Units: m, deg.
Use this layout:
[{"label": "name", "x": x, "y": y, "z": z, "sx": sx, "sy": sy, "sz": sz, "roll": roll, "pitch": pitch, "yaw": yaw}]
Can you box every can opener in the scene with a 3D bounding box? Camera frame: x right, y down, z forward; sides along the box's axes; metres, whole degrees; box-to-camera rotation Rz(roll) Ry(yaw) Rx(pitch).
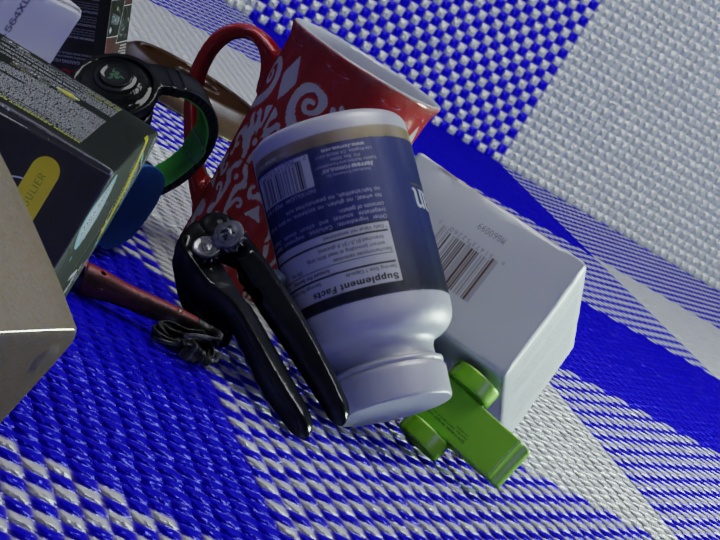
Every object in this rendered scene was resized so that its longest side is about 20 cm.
[{"label": "can opener", "x": -0.064, "y": 0.035, "z": 1.534, "sx": 0.200, "sy": 0.063, "sz": 0.079, "roll": 48, "pitch": -21, "yaw": 38}]

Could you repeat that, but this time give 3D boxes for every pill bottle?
[{"label": "pill bottle", "x": 0.000, "y": 0.000, "z": 1.583, "sx": 0.111, "sy": 0.111, "sz": 0.200, "roll": 13, "pitch": 61, "yaw": -64}]

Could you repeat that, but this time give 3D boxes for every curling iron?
[{"label": "curling iron", "x": -0.173, "y": 0.006, "z": 1.483, "sx": 0.200, "sy": 0.026, "sz": 0.050, "roll": 30, "pitch": 7, "yaw": -14}]

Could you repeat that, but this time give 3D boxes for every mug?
[{"label": "mug", "x": -0.058, "y": -0.087, "z": 1.811, "sx": 0.133, "sy": 0.200, "sz": 0.178, "roll": 21, "pitch": 14, "yaw": -49}]

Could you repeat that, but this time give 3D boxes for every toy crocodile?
[{"label": "toy crocodile", "x": 0.035, "y": 0.082, "z": 1.651, "sx": 0.200, "sy": 0.068, "sz": 0.062, "roll": 36, "pitch": -10, "yaw": 19}]

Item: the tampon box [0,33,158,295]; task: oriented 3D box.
[{"label": "tampon box", "x": -0.203, "y": -0.033, "z": 1.204, "sx": 0.126, "sy": 0.150, "sz": 0.200, "roll": 31, "pitch": 10, "yaw": -4}]

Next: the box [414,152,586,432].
[{"label": "box", "x": 0.075, "y": 0.026, "z": 1.733, "sx": 0.152, "sy": 0.106, "sz": 0.200, "roll": 34, "pitch": -14, "yaw": 12}]

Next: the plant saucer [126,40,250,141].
[{"label": "plant saucer", "x": -0.182, "y": -0.193, "z": 2.488, "sx": 0.200, "sy": 0.032, "sz": 0.200, "roll": 32, "pitch": 10, "yaw": -6}]

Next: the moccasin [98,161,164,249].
[{"label": "moccasin", "x": -0.198, "y": -0.061, "z": 1.597, "sx": 0.068, "sy": 0.081, "sz": 0.200, "roll": 30, "pitch": 7, "yaw": 15}]

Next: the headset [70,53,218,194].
[{"label": "headset", "x": -0.194, "y": -0.094, "z": 1.709, "sx": 0.200, "sy": 0.124, "sz": 0.094, "roll": 7, "pitch": 43, "yaw": -36}]

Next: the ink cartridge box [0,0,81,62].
[{"label": "ink cartridge box", "x": -0.312, "y": -0.177, "z": 1.615, "sx": 0.200, "sy": 0.146, "sz": 0.084, "roll": 39, "pitch": 10, "yaw": 32}]

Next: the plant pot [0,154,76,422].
[{"label": "plant pot", "x": -0.226, "y": 0.008, "z": 0.839, "sx": 0.177, "sy": 0.200, "sz": 0.200, "roll": 46, "pitch": 12, "yaw": 14}]

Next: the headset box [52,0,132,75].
[{"label": "headset box", "x": -0.261, "y": -0.226, "z": 1.855, "sx": 0.149, "sy": 0.200, "sz": 0.077, "roll": 11, "pitch": 9, "yaw": 7}]
